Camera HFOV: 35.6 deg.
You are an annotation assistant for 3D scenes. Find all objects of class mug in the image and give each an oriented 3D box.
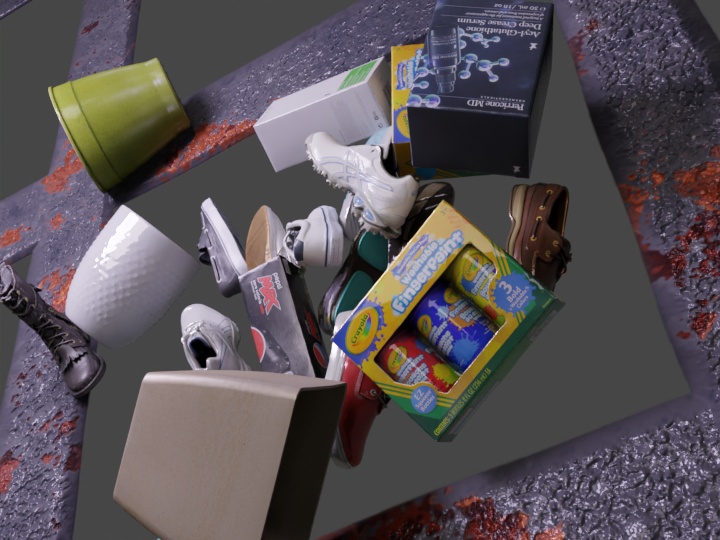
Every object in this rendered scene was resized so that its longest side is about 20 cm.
[{"bbox_3d":[-0.346,0.018,1.657,0.176,0.147,0.200,-54,10,-6],"label":"mug"}]

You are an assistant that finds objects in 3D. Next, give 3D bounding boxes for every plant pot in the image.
[{"bbox_3d":[-0.402,-0.265,1.931,0.191,0.202,0.201,-26,39,-4],"label":"plant pot"},{"bbox_3d":[-0.141,0.196,1.174,0.175,0.200,0.203,14,89,14],"label":"plant pot"}]

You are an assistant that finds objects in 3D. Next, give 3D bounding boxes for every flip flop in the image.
[{"bbox_3d":[0.078,-0.018,1.413,0.080,0.057,0.203,-2,67,31],"label":"flip flop"}]

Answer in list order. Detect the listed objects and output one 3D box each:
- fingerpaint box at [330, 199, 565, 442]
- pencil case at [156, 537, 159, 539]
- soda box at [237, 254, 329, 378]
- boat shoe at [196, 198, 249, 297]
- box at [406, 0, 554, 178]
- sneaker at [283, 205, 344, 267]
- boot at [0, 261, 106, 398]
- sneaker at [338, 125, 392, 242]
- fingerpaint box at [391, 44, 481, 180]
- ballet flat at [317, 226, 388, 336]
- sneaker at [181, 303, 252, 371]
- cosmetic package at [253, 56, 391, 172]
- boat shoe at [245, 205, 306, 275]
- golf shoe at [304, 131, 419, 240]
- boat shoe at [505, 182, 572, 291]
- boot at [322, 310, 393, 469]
[{"bbox_3d":[0.094,0.056,1.222,0.167,0.073,0.201,42,96,19],"label":"fingerpaint box"},{"bbox_3d":[-0.159,0.262,1.308,0.092,0.085,0.201,23,66,19],"label":"pencil case"},{"bbox_3d":[-0.088,0.088,1.381,0.070,0.063,0.202,-27,61,15],"label":"soda box"},{"bbox_3d":[-0.207,-0.030,1.640,0.066,0.070,0.201,-35,47,2],"label":"boat shoe"},{"bbox_3d":[0.148,-0.226,1.361,0.146,0.108,0.202,7,54,13],"label":"box"},{"bbox_3d":[-0.066,-0.048,1.478,0.200,0.070,0.074,-137,53,-79],"label":"sneaker"},{"bbox_3d":[-0.465,0.086,1.643,0.069,0.174,0.200,-41,39,-3],"label":"boot"},{"bbox_3d":[0.013,-0.115,1.547,0.081,0.074,0.201,-11,41,49],"label":"sneaker"},{"bbox_3d":[0.125,-0.218,1.487,0.164,0.074,0.202,-4,48,7],"label":"fingerpaint box"},{"bbox_3d":[0.000,0.000,1.447,0.071,0.072,0.202,7,57,42],"label":"ballet flat"},{"bbox_3d":[-0.202,0.097,1.496,0.074,0.087,0.200,-41,38,0],"label":"sneaker"},{"bbox_3d":[-0.045,-0.229,1.659,0.198,0.086,0.108,-17,24,23],"label":"cosmetic package"},{"bbox_3d":[-0.109,-0.003,1.535,0.071,0.069,0.202,-53,37,37],"label":"boat shoe"},{"bbox_3d":[0.008,-0.131,1.425,0.098,0.078,0.200,-54,55,18],"label":"golf shoe"},{"bbox_3d":[0.208,-0.022,1.293,0.067,0.072,0.202,-10,51,24],"label":"boat shoe"},{"bbox_3d":[0.035,0.131,1.296,0.142,0.073,0.202,-5,56,19],"label":"boot"}]
